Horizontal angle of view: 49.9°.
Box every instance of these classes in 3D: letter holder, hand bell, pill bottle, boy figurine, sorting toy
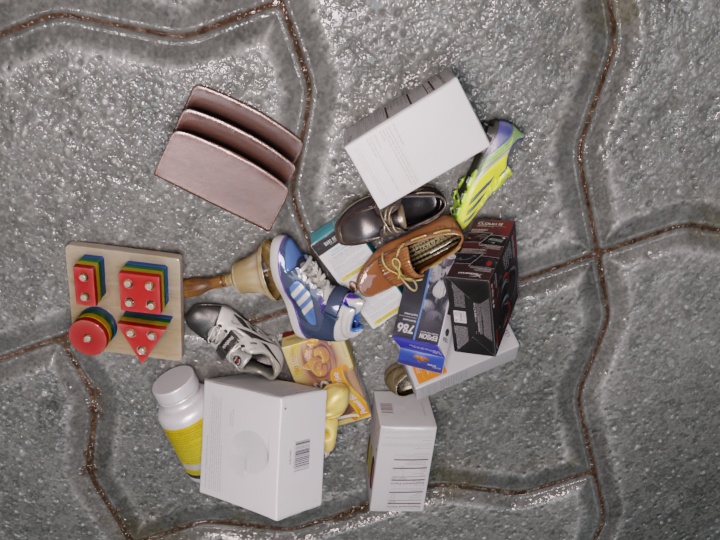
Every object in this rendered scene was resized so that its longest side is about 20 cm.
[{"bbox_3d":[-0.199,-0.181,1.213,0.197,0.101,0.143,26,110,-16],"label":"letter holder"},{"bbox_3d":[-0.239,0.018,1.326,0.196,0.105,0.106,-11,118,14],"label":"hand bell"},{"bbox_3d":[-0.305,0.280,1.423,0.109,0.112,0.203,-18,117,4],"label":"pill bottle"},{"bbox_3d":[-0.091,0.276,1.406,0.124,0.064,0.201,39,111,11],"label":"boy figurine"},{"bbox_3d":[-0.406,0.066,1.316,0.196,0.070,0.202,7,116,2],"label":"sorting toy"}]

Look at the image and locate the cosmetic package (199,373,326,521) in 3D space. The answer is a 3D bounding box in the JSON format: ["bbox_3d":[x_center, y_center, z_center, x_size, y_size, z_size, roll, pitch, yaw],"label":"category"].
[{"bbox_3d":[-0.171,0.298,1.347,0.197,0.122,0.204,5,92,38],"label":"cosmetic package"}]

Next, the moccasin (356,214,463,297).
[{"bbox_3d":[0.082,-0.014,1.276,0.198,0.078,0.074,-25,115,9],"label":"moccasin"}]

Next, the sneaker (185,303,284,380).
[{"bbox_3d":[-0.220,0.128,1.371,0.198,0.089,0.075,28,113,-16],"label":"sneaker"}]

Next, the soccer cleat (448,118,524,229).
[{"bbox_3d":[0.208,-0.149,1.281,0.082,0.065,0.203,15,114,-14],"label":"soccer cleat"}]

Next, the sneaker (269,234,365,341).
[{"bbox_3d":[-0.060,0.028,1.302,0.144,0.081,0.203,-3,116,26],"label":"sneaker"}]

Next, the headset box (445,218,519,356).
[{"bbox_3d":[0.210,0.018,1.283,0.074,0.201,0.151,5,125,23],"label":"headset box"}]

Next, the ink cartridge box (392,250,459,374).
[{"bbox_3d":[0.114,0.065,1.312,0.039,0.098,0.204,21,79,-52],"label":"ink cartridge box"}]

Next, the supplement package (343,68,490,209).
[{"bbox_3d":[0.085,-0.207,1.208,0.198,0.118,0.118,-29,109,9],"label":"supplement package"}]

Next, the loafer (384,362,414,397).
[{"bbox_3d":[0.140,0.187,1.439,0.197,0.068,0.077,-27,116,9],"label":"loafer"}]

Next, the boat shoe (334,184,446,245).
[{"bbox_3d":[0.051,-0.094,1.262,0.197,0.073,0.076,-23,103,-14],"label":"boat shoe"}]

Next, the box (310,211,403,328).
[{"bbox_3d":[0.000,0.000,1.345,0.081,0.049,0.201,-31,115,10],"label":"box"}]

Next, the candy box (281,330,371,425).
[{"bbox_3d":[-0.061,0.194,1.432,0.113,0.056,0.203,-16,118,5],"label":"candy box"}]

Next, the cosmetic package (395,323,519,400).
[{"bbox_3d":[0.170,0.139,1.373,0.197,0.103,0.072,-23,155,-4],"label":"cosmetic package"}]

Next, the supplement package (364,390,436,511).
[{"bbox_3d":[0.073,0.348,1.487,0.107,0.114,0.204,2,116,-8],"label":"supplement package"}]
